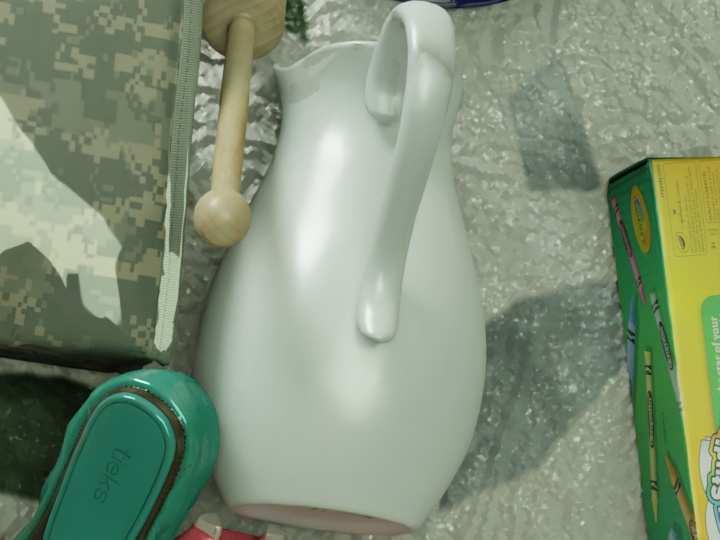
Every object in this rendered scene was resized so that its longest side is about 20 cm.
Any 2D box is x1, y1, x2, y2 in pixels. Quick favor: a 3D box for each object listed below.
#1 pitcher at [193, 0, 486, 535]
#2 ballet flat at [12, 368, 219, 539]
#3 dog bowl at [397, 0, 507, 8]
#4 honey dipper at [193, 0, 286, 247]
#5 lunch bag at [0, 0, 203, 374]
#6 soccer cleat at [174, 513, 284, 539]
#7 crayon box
[{"bbox_3d":[0.000,0.000,0.993,0.120,0.172,0.201,9,78,-9],"label":"pitcher"},{"bbox_3d":[-0.112,0.123,0.984,0.067,0.070,0.201,36,110,13],"label":"ballet flat"},{"bbox_3d":[0.045,-0.222,1.091,0.199,0.079,0.202,3,80,-15],"label":"dog bowl"},{"bbox_3d":[-0.053,-0.073,0.997,0.038,0.038,0.201,19,35,-11],"label":"honey dipper"},{"bbox_3d":[-0.151,-0.068,0.993,0.163,0.118,0.202,8,84,-13],"label":"lunch bag"},{"bbox_3d":[0.001,0.159,1.032,0.199,0.067,0.077,16,115,-21],"label":"soccer cleat"},{"bbox_3d":[0.185,0.049,1.094,0.118,0.058,0.202,-3,82,-15],"label":"crayon box"}]
